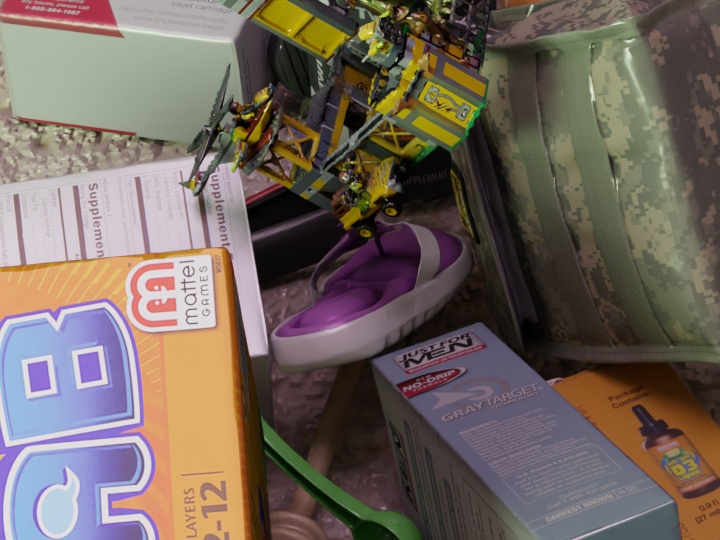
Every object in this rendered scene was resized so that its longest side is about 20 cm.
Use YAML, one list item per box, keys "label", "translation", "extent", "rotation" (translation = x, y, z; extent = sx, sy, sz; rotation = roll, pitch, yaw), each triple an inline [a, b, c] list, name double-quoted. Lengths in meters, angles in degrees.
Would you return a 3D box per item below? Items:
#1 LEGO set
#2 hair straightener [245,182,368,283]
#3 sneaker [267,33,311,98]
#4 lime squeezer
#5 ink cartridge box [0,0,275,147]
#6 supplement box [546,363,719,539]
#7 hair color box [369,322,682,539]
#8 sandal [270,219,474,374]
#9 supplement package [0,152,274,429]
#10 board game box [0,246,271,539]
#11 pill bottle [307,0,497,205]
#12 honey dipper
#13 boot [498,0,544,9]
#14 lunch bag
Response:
- label: "LEGO set"
  translation: [-0.014, -0.127, 1.027]
  extent: [0.115, 0.154, 0.201]
  rotation: [27, 60, -20]
- label: "hair straightener"
  translation: [-0.082, 0.008, 1.168]
  extent: [0.199, 0.041, 0.077]
  rotation: [-22, 46, -17]
- label: "sneaker"
  translation: [0.000, -0.169, 1.333]
  extent: [0.088, 0.075, 0.200]
  rotation: [14, 44, 39]
- label: "lime squeezer"
  translation: [0.005, 0.147, 1.003]
  extent: [0.070, 0.038, 0.201]
  rotation: [5, 57, -39]
- label: "ink cartridge box"
  translation: [-0.110, -0.173, 1.326]
  extent: [0.144, 0.084, 0.201]
  rotation: [7, 45, 12]
- label: "supplement box"
  translation: [0.151, 0.125, 1.012]
  extent: [0.066, 0.069, 0.201]
  rotation: [-18, 47, -17]
- label: "hair color box"
  translation: [0.072, 0.108, 0.967]
  extent: [0.060, 0.100, 0.200]
  rotation: [-18, 25, -14]
- label: "sandal"
  translation: [0.007, -0.002, 1.104]
  extent: [0.082, 0.050, 0.203]
  rotation: [-11, 13, 14]
- label: "supplement package"
  translation: [-0.146, 0.028, 1.083]
  extent: [0.198, 0.114, 0.110]
  rotation: [-9, 65, -4]
- label: "board game box"
  translation: [-0.135, 0.132, 0.891]
  extent: [0.198, 0.200, 0.202]
  rotation: [-6, 65, -1]
- label: "pill bottle"
  translation: [0.021, -0.142, 1.198]
  extent: [0.105, 0.201, 0.107]
  rotation: [-3, 42, 3]
- label: "honey dipper"
  translation: [-0.017, 0.089, 1.087]
  extent: [0.038, 0.038, 0.201]
  rotation: [8, 42, 13]
- label: "boot"
  translation: [0.151, -0.122, 1.254]
  extent: [0.143, 0.071, 0.203]
  rotation: [-7, 58, 8]
- label: "lunch bag"
  translation: [0.109, -0.047, 1.073]
  extent: [0.117, 0.166, 0.199]
  rotation: [-23, 13, -35]
